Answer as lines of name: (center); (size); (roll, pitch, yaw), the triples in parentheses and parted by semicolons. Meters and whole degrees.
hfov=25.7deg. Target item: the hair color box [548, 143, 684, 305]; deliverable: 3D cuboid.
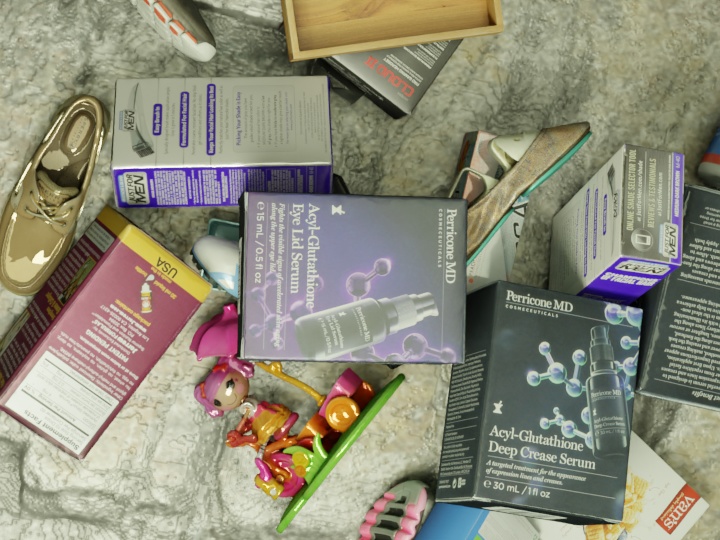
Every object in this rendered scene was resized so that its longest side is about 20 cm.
hair color box: (0.237, -0.029, 1.480); (0.064, 0.200, 0.110); (8, 71, -9)

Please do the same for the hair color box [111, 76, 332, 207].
hair color box: (-0.127, -0.119, 1.458); (0.199, 0.065, 0.110); (0, 54, -4)

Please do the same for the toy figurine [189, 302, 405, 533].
toy figurine: (-0.087, 0.121, 1.503); (0.184, 0.150, 0.200); (39, 111, 4)

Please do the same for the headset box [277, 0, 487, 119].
headset box: (0.028, -0.253, 1.510); (0.149, 0.077, 0.200); (37, 85, -9)

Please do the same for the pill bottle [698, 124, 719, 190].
pill bottle: (0.427, -0.160, 1.562); (0.112, 0.112, 0.201); (29, 87, -9)

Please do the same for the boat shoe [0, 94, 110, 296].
boat shoe: (-0.291, -0.072, 1.471); (0.071, 0.065, 0.201); (20, 90, -9)

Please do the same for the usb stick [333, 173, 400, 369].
usb stick: (0.000, 0.000, 1.538); (0.055, 0.033, 0.201); (-29, 97, -3)

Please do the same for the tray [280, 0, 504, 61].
tray: (0.027, -0.255, 1.453); (0.199, 0.037, 0.099); (-9, 94, -9)

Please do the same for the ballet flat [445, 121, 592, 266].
ballet flat: (0.131, -0.084, 1.478); (0.067, 0.068, 0.200); (44, 84, -1)

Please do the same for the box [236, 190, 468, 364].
box: (-0.009, 0.009, 1.390); (0.199, 0.104, 0.149); (0, 87, -6)

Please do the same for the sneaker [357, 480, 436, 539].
sneaker: (0.043, 0.306, 1.551); (0.095, 0.079, 0.201); (17, 90, -32)

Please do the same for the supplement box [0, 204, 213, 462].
supplement box: (-0.244, 0.054, 1.445); (0.103, 0.131, 0.200); (39, 87, -22)

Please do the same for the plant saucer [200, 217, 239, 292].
plant saucer: (-0.052, -0.001, 1.515); (0.199, 0.019, 0.070); (11, 102, 3)

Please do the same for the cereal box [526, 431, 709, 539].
cereal box: (0.233, 0.222, 1.584); (0.200, 0.040, 0.144); (42, 86, -9)

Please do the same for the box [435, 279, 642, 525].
box: (0.165, 0.125, 1.455); (0.148, 0.107, 0.201); (11, 77, -15)

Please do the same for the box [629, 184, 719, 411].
box: (0.314, 0.025, 1.525); (0.106, 0.148, 0.201); (13, 91, -9)

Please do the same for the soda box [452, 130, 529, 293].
soda box: (0.116, -0.032, 1.541); (0.068, 0.064, 0.201); (13, 91, -9)

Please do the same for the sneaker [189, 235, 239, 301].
sneaker: (-0.061, 0.008, 1.470); (0.199, 0.072, 0.073); (23, 115, -7)

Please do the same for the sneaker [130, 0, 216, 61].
sneaker: (-0.187, -0.290, 1.476); (0.082, 0.077, 0.200); (-39, 99, -12)

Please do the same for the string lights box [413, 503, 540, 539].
string lights box: (0.084, 0.305, 1.506); (0.200, 0.059, 0.103); (-56, 133, -19)
